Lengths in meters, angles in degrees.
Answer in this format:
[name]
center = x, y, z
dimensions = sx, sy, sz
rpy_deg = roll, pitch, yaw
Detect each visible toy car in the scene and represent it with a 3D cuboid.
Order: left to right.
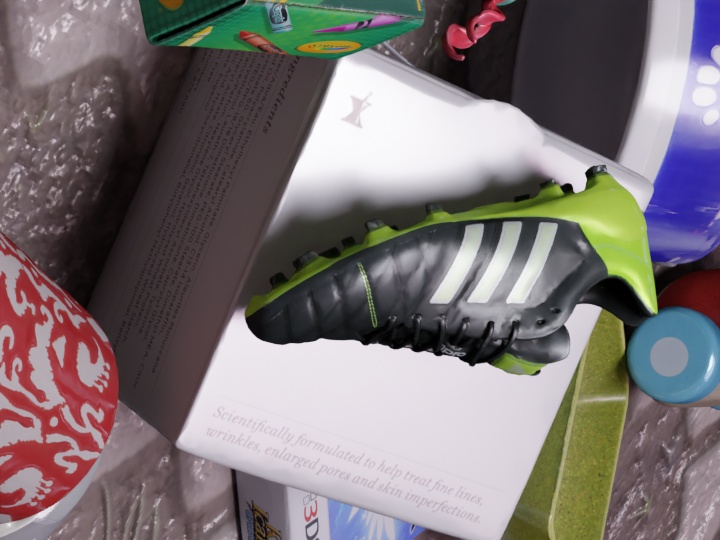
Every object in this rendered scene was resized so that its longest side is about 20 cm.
[toy car]
center = 0.263, -0.014, 1.537
dimensions = 0.184, 0.176, 0.201
rpy_deg = 14, 71, -67

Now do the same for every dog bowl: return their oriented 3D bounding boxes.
[dog bowl]
center = 0.149, -0.106, 1.249
dimensions = 0.078, 0.200, 0.201
rpy_deg = 8, 108, -16

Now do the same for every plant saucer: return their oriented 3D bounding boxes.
[plant saucer]
center = 0.116, 0.106, 1.400
dimensions = 0.200, 0.048, 0.201
rpy_deg = 74, 26, -55

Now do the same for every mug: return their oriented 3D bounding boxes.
[mug]
center = -0.210, 0.027, 0.974
dimensions = 0.200, 0.177, 0.134
rpy_deg = 44, 39, -58

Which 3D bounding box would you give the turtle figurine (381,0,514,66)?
[turtle figurine]
center = 0.035, -0.189, 1.151
dimensions = 0.150, 0.100, 0.200
rpy_deg = -50, 137, -18

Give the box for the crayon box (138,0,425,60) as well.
[crayon box]
center = -0.049, -0.192, 0.980
dimensions = 0.118, 0.058, 0.201
rpy_deg = -2, 77, -52

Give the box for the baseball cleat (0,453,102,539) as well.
[baseball cleat]
center = -0.196, 0.145, 1.097
dimensions = 0.200, 0.070, 0.107
rpy_deg = -38, 145, -18

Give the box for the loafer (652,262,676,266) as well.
[loafer]
center = 0.164, -0.104, 1.393
dimensions = 0.072, 0.063, 0.201
rpy_deg = -11, 104, -70

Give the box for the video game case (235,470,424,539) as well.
[video game case]
center = 0.013, 0.076, 1.328
dimensions = 0.200, 0.045, 0.182
rpy_deg = -34, 136, -36

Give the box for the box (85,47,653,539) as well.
[box]
center = 0.000, 0.000, 1.137
dimensions = 0.198, 0.131, 0.201
rpy_deg = 21, 94, -33

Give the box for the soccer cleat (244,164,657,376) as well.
[soccer cleat]
center = 0.046, 0.012, 1.040
dimensions = 0.199, 0.067, 0.081
rpy_deg = -15, 81, -25
